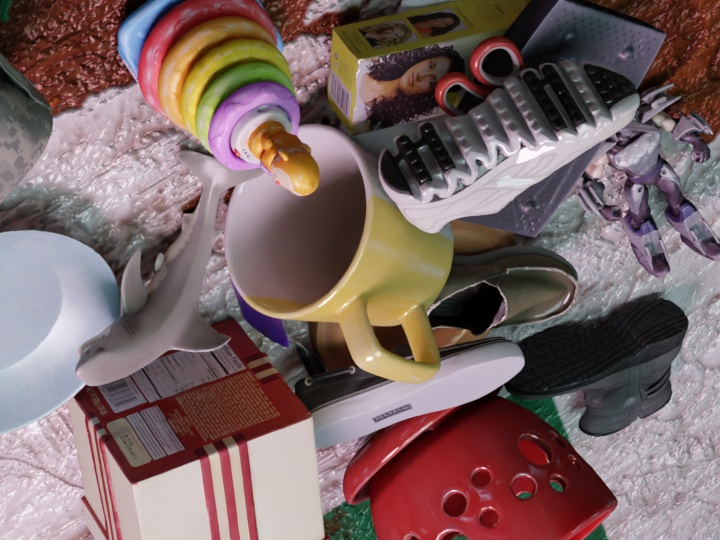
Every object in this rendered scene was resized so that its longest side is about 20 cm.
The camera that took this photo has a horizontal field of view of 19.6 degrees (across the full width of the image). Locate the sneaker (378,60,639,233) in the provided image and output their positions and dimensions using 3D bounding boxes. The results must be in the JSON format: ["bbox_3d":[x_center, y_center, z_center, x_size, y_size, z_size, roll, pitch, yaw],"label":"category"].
[{"bbox_3d":[0.113,-0.090,1.543,0.199,0.076,0.081,-22,141,4],"label":"sneaker"}]

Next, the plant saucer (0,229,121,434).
[{"bbox_3d":[-0.281,0.041,1.583,0.200,0.039,0.202,-19,135,-20],"label":"plant saucer"}]

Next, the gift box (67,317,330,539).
[{"bbox_3d":[-0.147,0.176,1.696,0.198,0.185,0.188,-17,126,-15],"label":"gift box"}]

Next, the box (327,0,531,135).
[{"bbox_3d":[0.074,-0.165,1.610,0.199,0.050,0.076,-16,135,-21],"label":"box"}]

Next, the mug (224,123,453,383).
[{"bbox_3d":[-0.006,-0.005,1.637,0.153,0.149,0.188,19,73,-50],"label":"mug"}]

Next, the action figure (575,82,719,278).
[{"bbox_3d":[0.252,-0.080,1.814,0.129,0.070,0.200,-28,134,4],"label":"action figure"}]

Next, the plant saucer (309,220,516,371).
[{"bbox_3d":[0.051,0.026,1.798,0.199,0.032,0.201,-18,134,-20],"label":"plant saucer"}]

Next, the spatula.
[{"bbox_3d":[-0.057,0.065,1.754,0.021,0.056,0.200,-52,146,-9],"label":"spatula"}]

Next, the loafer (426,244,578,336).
[{"bbox_3d":[0.108,0.027,1.761,0.199,0.070,0.076,-3,129,-32],"label":"loafer"}]

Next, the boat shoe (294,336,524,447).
[{"bbox_3d":[0.038,0.089,1.753,0.198,0.057,0.069,-19,153,-1],"label":"boat shoe"}]

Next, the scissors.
[{"bbox_3d":[0.142,-0.119,1.583,0.199,0.014,0.073,23,113,-37],"label":"scissors"}]

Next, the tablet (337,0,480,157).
[{"bbox_3d":[0.063,-0.160,1.654,0.129,0.014,0.201,7,122,-37],"label":"tablet"}]

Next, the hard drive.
[{"bbox_3d":[0.137,-0.123,1.619,0.134,0.042,0.201,10,121,-39],"label":"hard drive"}]

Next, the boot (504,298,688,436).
[{"bbox_3d":[0.219,0.112,1.965,0.198,0.070,0.132,-14,139,-18],"label":"boot"}]

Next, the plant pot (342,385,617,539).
[{"bbox_3d":[0.100,0.198,1.840,0.200,0.183,0.201,-35,168,-9],"label":"plant pot"}]

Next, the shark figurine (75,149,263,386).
[{"bbox_3d":[-0.131,0.015,1.609,0.215,0.089,0.128,-60,164,-12],"label":"shark figurine"}]

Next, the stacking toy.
[{"bbox_3d":[-0.080,-0.113,1.459,0.109,0.200,0.116,-35,139,-2],"label":"stacking toy"}]

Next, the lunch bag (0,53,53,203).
[{"bbox_3d":[-0.310,-0.107,1.356,0.167,0.140,0.200,-36,139,0],"label":"lunch bag"}]
